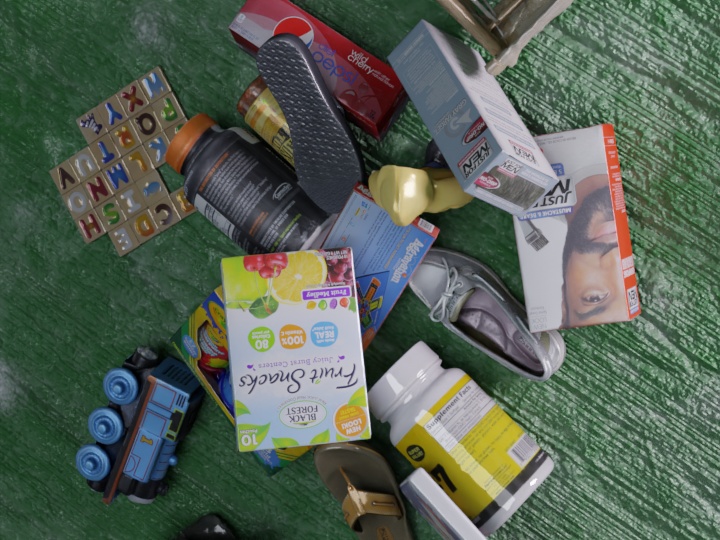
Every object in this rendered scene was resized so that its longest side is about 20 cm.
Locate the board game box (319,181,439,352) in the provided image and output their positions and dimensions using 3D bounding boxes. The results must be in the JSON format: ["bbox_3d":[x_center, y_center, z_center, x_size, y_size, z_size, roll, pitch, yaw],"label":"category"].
[{"bbox_3d":[0.000,0.000,1.668,0.102,0.020,0.201,30,132,-1],"label":"board game box"}]

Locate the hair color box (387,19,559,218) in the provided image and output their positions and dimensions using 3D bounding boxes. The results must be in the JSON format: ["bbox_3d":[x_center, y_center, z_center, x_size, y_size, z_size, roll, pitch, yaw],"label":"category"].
[{"bbox_3d":[0.112,-0.154,1.550,0.061,0.098,0.201,-45,50,23],"label":"hair color box"}]

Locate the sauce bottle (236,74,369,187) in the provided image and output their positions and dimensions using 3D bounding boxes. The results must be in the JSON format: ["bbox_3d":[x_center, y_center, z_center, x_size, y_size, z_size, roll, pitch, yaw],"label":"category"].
[{"bbox_3d":[-0.048,-0.133,1.684,0.200,0.066,0.066,42,112,9],"label":"sauce bottle"}]

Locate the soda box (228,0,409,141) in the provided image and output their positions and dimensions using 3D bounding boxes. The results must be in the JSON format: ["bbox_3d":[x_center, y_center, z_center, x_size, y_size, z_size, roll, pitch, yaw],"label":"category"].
[{"bbox_3d":[-0.043,-0.225,1.652,0.199,0.070,0.064,34,83,11],"label":"soda box"}]

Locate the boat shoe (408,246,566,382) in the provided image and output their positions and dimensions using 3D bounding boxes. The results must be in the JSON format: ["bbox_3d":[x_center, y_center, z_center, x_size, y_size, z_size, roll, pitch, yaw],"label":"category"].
[{"bbox_3d":[0.130,0.047,1.651,0.201,0.065,0.075,39,112,9],"label":"boat shoe"}]

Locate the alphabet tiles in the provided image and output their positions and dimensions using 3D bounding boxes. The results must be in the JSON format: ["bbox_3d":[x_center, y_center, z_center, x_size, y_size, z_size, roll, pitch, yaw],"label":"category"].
[{"bbox_3d":[-0.273,-0.120,1.807,0.199,0.008,0.168,-28,90,23],"label":"alphabet tiles"}]

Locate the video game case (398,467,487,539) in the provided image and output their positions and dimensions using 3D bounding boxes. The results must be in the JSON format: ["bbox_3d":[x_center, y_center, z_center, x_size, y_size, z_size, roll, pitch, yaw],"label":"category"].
[{"bbox_3d":[0.118,0.298,1.655,0.023,0.182,0.200,-41,83,-9],"label":"video game case"}]

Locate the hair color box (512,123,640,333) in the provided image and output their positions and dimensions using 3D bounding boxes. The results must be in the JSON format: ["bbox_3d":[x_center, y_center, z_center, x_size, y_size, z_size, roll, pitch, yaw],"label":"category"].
[{"bbox_3d":[0.219,-0.044,1.590,0.110,0.064,0.203,-9,93,22],"label":"hair color box"}]

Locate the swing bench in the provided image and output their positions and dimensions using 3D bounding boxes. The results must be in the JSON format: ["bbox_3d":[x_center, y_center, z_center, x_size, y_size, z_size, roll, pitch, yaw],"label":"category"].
[{"bbox_3d":[0.151,-0.339,1.533,0.199,0.130,0.200,-42,90,23],"label":"swing bench"}]

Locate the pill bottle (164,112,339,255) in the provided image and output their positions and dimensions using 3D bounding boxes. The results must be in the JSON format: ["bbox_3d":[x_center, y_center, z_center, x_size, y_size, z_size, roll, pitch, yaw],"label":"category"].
[{"bbox_3d":[-0.124,-0.087,1.701,0.200,0.106,0.107,41,112,9],"label":"pill bottle"}]

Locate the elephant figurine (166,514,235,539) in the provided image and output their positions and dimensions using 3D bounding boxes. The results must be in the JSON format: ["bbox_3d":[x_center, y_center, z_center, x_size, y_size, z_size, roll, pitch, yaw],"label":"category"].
[{"bbox_3d":[-0.207,0.361,1.824,0.199,0.142,0.156,28,81,30],"label":"elephant figurine"}]

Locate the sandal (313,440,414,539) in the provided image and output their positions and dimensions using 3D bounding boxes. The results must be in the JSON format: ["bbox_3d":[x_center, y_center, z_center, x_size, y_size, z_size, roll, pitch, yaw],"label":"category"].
[{"bbox_3d":[0.010,0.270,1.715,0.079,0.054,0.202,-17,118,13],"label":"sandal"}]

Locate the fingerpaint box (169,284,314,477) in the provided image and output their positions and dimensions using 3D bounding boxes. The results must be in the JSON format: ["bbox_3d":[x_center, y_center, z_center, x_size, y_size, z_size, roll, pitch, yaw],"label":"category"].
[{"bbox_3d":[-0.109,0.114,1.713,0.201,0.073,0.167,54,147,3],"label":"fingerpaint box"}]

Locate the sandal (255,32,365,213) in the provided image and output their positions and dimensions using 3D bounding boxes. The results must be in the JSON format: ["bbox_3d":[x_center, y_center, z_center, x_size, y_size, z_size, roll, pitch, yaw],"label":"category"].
[{"bbox_3d":[-0.044,-0.158,1.615,0.075,0.043,0.202,-11,111,24],"label":"sandal"}]

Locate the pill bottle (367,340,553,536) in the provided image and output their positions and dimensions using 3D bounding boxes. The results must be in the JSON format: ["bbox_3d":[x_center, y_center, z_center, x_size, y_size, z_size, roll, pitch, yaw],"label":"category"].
[{"bbox_3d":[0.104,0.180,1.663,0.200,0.114,0.114,45,113,8],"label":"pill bottle"}]

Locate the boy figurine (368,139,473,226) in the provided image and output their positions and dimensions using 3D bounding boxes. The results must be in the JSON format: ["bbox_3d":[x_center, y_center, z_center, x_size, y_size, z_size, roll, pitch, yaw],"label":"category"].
[{"bbox_3d":[0.061,-0.091,1.578,0.123,0.200,0.065,6,104,23],"label":"boy figurine"}]

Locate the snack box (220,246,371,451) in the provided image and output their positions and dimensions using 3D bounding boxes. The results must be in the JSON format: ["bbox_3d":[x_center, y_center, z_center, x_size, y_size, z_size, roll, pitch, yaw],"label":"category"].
[{"bbox_3d":[-0.069,0.082,1.604,0.140,0.053,0.203,-5,84,-6],"label":"snack box"}]

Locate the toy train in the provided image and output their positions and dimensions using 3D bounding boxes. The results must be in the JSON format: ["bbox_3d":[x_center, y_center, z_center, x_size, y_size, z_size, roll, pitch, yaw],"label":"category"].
[{"bbox_3d":[-0.262,0.190,1.827,0.113,0.087,0.202,25,109,8],"label":"toy train"}]
